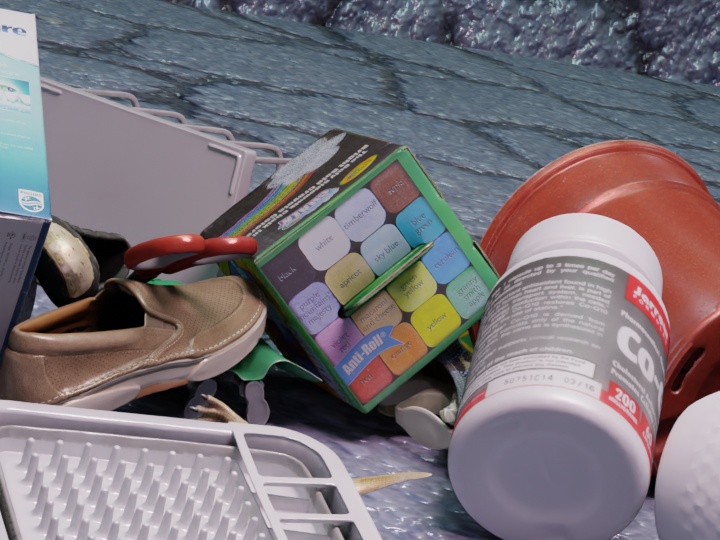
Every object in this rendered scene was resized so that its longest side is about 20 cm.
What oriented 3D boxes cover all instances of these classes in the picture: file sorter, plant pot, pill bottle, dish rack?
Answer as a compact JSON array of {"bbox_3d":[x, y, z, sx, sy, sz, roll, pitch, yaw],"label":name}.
[{"bbox_3d":[-0.138,-0.043,1.772,0.200,0.139,0.125,20,11,32],"label":"file sorter"},{"bbox_3d":[0.202,0.042,1.641,0.201,0.201,0.195,6,21,-30],"label":"plant pot"},{"bbox_3d":[0.121,0.059,1.455,0.114,0.114,0.200,14,37,3],"label":"pill bottle"},{"bbox_3d":[-0.092,0.127,1.198,0.200,0.044,0.172,8,25,-21],"label":"dish rack"}]

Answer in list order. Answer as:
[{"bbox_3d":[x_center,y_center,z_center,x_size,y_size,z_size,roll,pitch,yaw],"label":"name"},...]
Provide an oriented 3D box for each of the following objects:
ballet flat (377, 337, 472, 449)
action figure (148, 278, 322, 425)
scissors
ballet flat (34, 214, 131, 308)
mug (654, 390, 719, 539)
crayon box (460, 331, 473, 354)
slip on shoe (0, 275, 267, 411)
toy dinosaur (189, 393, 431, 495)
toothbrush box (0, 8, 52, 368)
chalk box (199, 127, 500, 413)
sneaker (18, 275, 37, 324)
[{"bbox_3d":[0.046,0.077,1.587,0.074,0.074,0.200,8,10,-24],"label":"ballet flat"},{"bbox_3d":[-0.113,0.044,1.589,0.118,0.055,0.200,6,17,-22],"label":"action figure"},{"bbox_3d":[-0.130,-0.002,1.495,0.073,0.014,0.200,-4,-5,-31],"label":"scissors"},{"bbox_3d":[-0.175,-0.012,1.536,0.057,0.066,0.200,-27,1,-3],"label":"ballet flat"},{"bbox_3d":[0.271,0.121,1.382,0.175,0.148,0.200,10,25,31],"label":"mug"},{"bbox_3d":[0.057,0.022,1.867,0.173,0.058,0.200,2,15,-37],"label":"crayon box"},{"bbox_3d":[-0.132,0.033,1.468,0.200,0.061,0.076,-22,32,-39],"label":"slip on shoe"},{"bbox_3d":[-0.071,0.118,1.332,0.200,0.058,0.101,-4,34,-33],"label":"toy dinosaur"},{"bbox_3d":[-0.245,-0.046,1.475,0.085,0.146,0.200,9,38,-20],"label":"toothbrush box"},{"bbox_3d":[0.000,0.000,1.574,0.124,0.125,0.200,54,-9,-17],"label":"chalk box"},{"bbox_3d":[-0.293,-0.016,1.622,0.115,0.075,0.200,9,15,-31],"label":"sneaker"}]
